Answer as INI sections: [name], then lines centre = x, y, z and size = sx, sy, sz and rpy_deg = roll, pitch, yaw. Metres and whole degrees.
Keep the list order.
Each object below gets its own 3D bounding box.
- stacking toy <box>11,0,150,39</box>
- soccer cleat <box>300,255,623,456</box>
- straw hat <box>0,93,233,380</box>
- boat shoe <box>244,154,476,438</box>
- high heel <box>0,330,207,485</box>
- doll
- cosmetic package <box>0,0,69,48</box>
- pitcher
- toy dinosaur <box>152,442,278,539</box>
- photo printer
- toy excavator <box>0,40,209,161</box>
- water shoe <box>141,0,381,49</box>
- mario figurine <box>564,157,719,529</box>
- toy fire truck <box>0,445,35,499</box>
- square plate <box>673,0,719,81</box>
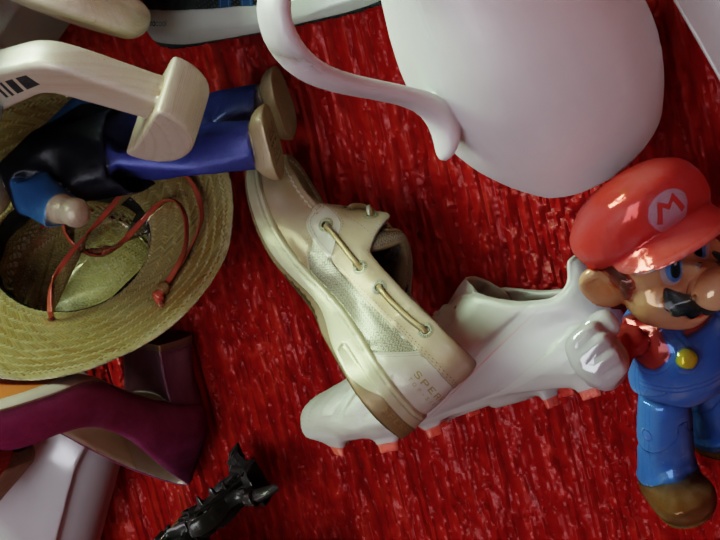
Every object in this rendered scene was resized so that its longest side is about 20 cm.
[stacking toy]
centre = -0.123, -0.228, 1.220
size = 0.085, 0.085, 0.201
rpy_deg = 18, 90, 25
[soccer cleat]
centre = 0.051, 0.046, 1.252
size = 0.199, 0.069, 0.078
rpy_deg = -17, 93, 28
[straw hat]
centre = -0.163, -0.004, 1.342
size = 0.201, 0.201, 0.085
rpy_deg = 25, 160, 21
[boat shoe]
centre = 0.000, 0.000, 1.235
size = 0.065, 0.072, 0.200
rpy_deg = -39, 48, 9
[high heel]
centre = -0.164, 0.099, 1.319
size = 0.067, 0.200, 0.096
rpy_deg = 5, 104, 34
[doll]
centre = -0.140, -0.062, 1.277
size = 0.199, 0.137, 0.049
rpy_deg = -10, 124, 15
[cosmetic package]
centre = -0.242, -0.150, 1.346
size = 0.113, 0.081, 0.200
rpy_deg = 47, 125, 10
[pitcher]
centre = 0.048, -0.114, 1.104
size = 0.121, 0.172, 0.200
rpy_deg = 11, 146, 53
[toy dinosaur]
centre = -0.092, 0.186, 1.340
size = 0.102, 0.135, 0.200
rpy_deg = 61, 169, -20
[photo printer]
centre = -0.233, 0.126, 1.449
size = 0.166, 0.069, 0.201
rpy_deg = 30, 121, 20
[toy excavator]
centre = -0.206, -0.102, 1.214
size = 0.200, 0.100, 0.194
rpy_deg = -12, 143, 45
[water shoe]
centre = -0.042, -0.169, 1.223
size = 0.199, 0.071, 0.079
rpy_deg = -8, 101, 33
[mario figurine]
centre = 0.163, 0.036, 1.121
size = 0.106, 0.124, 0.200
rpy_deg = -5, 128, 20
[toy fire truck]
centre = -0.288, 0.061, 1.302
size = 0.176, 0.200, 0.129
rpy_deg = 50, 117, 14
[square plate]
centre = 0.247, -0.139, 1.082
size = 0.198, 0.028, 0.200
rpy_deg = -29, 91, 36
